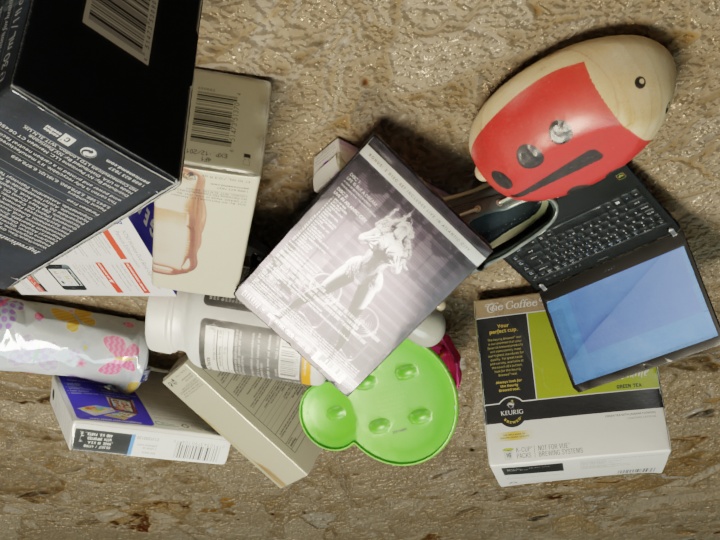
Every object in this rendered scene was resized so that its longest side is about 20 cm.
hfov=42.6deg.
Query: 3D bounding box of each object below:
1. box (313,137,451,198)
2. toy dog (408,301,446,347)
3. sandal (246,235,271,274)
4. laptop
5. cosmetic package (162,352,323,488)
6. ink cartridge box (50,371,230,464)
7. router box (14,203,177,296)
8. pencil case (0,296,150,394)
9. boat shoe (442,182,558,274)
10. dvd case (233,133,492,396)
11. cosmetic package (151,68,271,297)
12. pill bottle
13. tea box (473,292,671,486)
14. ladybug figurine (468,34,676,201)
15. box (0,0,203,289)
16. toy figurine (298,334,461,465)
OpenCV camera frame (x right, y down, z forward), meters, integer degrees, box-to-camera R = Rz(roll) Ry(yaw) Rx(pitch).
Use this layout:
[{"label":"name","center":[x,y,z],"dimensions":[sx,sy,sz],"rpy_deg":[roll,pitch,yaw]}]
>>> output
[{"label":"box","center":[0.042,-0.066,0.893],"dimensions":[0.198,0.039,0.041],"rpy_deg":[23,143,-35]},{"label":"toy dog","center":[0.025,-0.007,0.945],"dimensions":[0.097,0.131,0.199],"rpy_deg":[-52,143,2]},{"label":"sandal","center":[-0.069,0.018,0.923],"dimensions":[0.198,0.046,0.075],"rpy_deg":[32,177,28]},{"label":"laptop","center":[0.237,0.011,0.934],"dimensions":[0.175,0.105,0.199],"rpy_deg":[-26,131,34]},{"label":"cosmetic package","center":[-0.129,0.155,1.120],"dimensions":[0.200,0.106,0.071],"rpy_deg":[45,138,-10]},{"label":"ink cartridge box","center":[-0.283,0.174,1.159],"dimensions":[0.195,0.044,0.200],"rpy_deg":[12,-169,-29]},{"label":"router box","center":[-0.286,-0.043,0.897],"dimensions":[0.175,0.050,0.201],"rpy_deg":[1,150,8]},{"label":"pencil case","center":[-0.350,0.089,1.101],"dimensions":[0.196,0.084,0.092],"rpy_deg":[14,119,-23]},{"label":"boat shoe","center":[0.095,-0.030,0.861],"dimensions":[0.197,0.062,0.074],"rpy_deg":[-27,117,-5]},{"label":"dvd case","center":[0.000,0.000,0.840],"dimensions":[0.148,0.016,0.200],"rpy_deg":[41,108,-9]},{"label":"cosmetic package","center":[-0.136,-0.071,0.817],"dimensions":[0.085,0.105,0.201],"rpy_deg":[7,148,-9]},{"label":"pill bottle","center":[-0.126,0.054,1.009],"dimensions":[0.195,0.118,0.117],"rpy_deg":[9,150,3]},{"label":"tea box","center":[0.242,0.135,1.078],"dimensions":[0.196,0.201,0.134],"rpy_deg":[-7,158,11]},{"label":"ladybug figurine","center":[0.175,-0.117,0.778],"dimensions":[0.134,0.073,0.199],"rpy_deg":[21,143,-34]},{"label":"box","center":[-0.216,-0.126,0.620],"dimensions":[0.195,0.204,0.123],"rpy_deg":[-25,142,35]},{"label":"toy figurine","center":[0.046,0.135,1.117],"dimensions":[0.197,0.153,0.184],"rpy_deg":[-18,-176,23]}]
